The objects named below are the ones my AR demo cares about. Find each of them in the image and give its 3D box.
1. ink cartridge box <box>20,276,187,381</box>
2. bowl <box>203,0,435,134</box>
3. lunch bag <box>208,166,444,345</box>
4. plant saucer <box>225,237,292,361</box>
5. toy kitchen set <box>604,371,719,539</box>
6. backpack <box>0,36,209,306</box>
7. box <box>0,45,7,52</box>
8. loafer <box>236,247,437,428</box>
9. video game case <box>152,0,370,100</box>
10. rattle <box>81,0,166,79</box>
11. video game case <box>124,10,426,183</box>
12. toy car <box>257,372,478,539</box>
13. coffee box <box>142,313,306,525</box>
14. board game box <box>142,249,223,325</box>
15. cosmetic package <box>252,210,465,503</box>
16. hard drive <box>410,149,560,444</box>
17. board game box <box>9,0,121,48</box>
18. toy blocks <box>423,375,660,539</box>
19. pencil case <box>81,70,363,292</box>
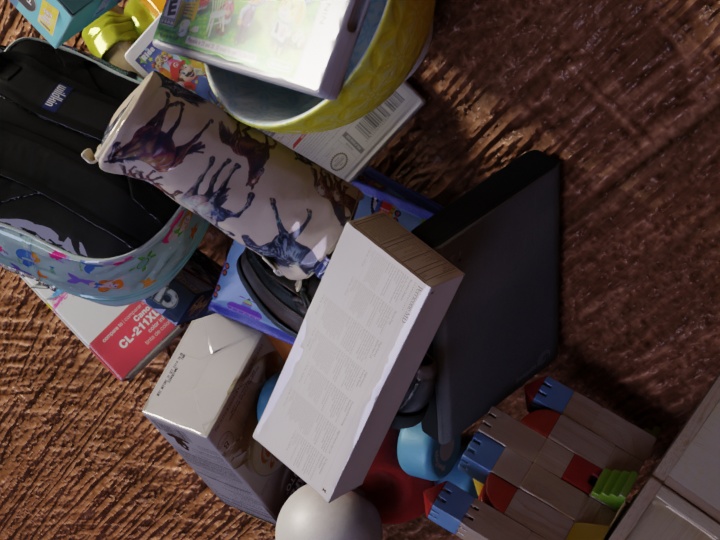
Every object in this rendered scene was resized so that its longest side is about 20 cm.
[{"bbox_3d":[-0.266,0.008,1.670,0.200,0.083,0.146,47,176,-1],"label":"ink cartridge box"},{"bbox_3d":[-0.010,-0.185,1.251,0.199,0.202,0.107,-1,166,45],"label":"bowl"},{"bbox_3d":[0.000,0.000,1.415,0.199,0.094,0.151,27,108,11],"label":"lunch bag"},{"bbox_3d":[-0.034,0.028,1.551,0.199,0.037,0.201,25,138,25],"label":"plant saucer"},{"bbox_3d":[0.299,0.197,1.361,0.163,0.181,0.200,34,-178,9],"label":"toy kitchen set"},{"bbox_3d":[-0.212,-0.067,1.349,0.199,0.178,0.151,20,154,18],"label":"backpack"},{"bbox_3d":[-0.234,-0.110,1.521,0.199,0.141,0.079,36,104,12],"label":"box"},{"bbox_3d":[-0.013,0.032,1.326,0.200,0.072,0.063,44,131,21],"label":"loafer"},{"bbox_3d":[-0.056,-0.226,1.216,0.022,0.183,0.199,18,-178,-44],"label":"video game case"},{"bbox_3d":[-0.129,-0.178,1.458,0.200,0.143,0.130,42,175,-27],"label":"rattle"},{"bbox_3d":[-0.068,-0.150,1.356,0.200,0.018,0.143,44,100,1],"label":"video game case"},{"bbox_3d":[-0.011,0.217,1.536,0.183,0.201,0.177,12,159,31],"label":"toy car"},{"bbox_3d":[-0.109,0.141,1.615,0.079,0.115,0.200,17,157,29],"label":"coffee box"},{"bbox_3d":[-0.211,-0.028,1.528,0.199,0.135,0.035,36,102,9],"label":"board game box"},{"bbox_3d":[-0.003,0.064,1.255,0.082,0.050,0.201,39,122,24],"label":"cosmetic package"},{"bbox_3d":[0.098,0.023,1.331,0.033,0.139,0.201,32,143,35],"label":"hard drive"},{"bbox_3d":[-0.207,-0.279,1.295,0.151,0.200,0.047,46,144,0],"label":"board game box"},{"bbox_3d":[0.137,0.165,1.361,0.136,0.200,0.100,30,150,10],"label":"toy blocks"},{"bbox_3d":[-0.099,-0.066,1.260,0.199,0.090,0.078,30,-179,-17],"label":"pencil case"}]
